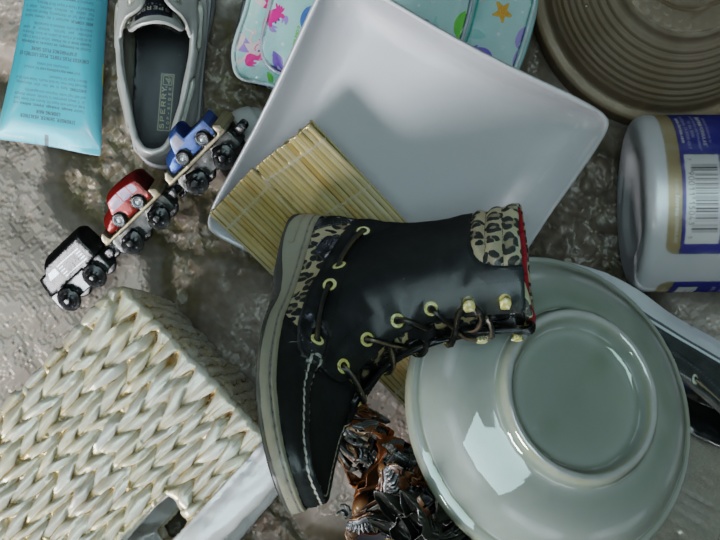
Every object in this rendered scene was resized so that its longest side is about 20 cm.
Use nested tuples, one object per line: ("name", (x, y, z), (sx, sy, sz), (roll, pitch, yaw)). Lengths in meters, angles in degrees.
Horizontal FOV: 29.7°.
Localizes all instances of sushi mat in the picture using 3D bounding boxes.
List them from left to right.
("sushi mat", (0.000, 0.000, 0.887), (0.095, 0.012, 0.200), (-36, 110, 24))

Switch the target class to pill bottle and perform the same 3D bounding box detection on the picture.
("pill bottle", (0.282, -0.046, 0.923), (0.196, 0.120, 0.122), (0, 88, 0))

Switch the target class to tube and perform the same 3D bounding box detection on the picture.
("tube", (-0.211, -0.189, 0.971), (0.076, 0.050, 0.203), (8, 93, 5))

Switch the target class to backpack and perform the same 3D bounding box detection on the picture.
("backpack", (0.022, -0.188, 0.920), (0.197, 0.151, 0.180), (15, 101, -8))

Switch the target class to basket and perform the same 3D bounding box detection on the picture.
("basket", (-0.150, 0.134, 0.882), (0.161, 0.200, 0.198), (45, 89, 4))

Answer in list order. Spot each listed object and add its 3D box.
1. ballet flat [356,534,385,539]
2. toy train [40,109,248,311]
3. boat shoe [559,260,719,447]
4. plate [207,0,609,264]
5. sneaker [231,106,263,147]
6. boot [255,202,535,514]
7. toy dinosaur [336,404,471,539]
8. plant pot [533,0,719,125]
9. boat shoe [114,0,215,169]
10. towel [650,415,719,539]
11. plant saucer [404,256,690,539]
("ballet flat", (0.089, 0.191, 0.942), (0.197, 0.073, 0.074), (13, 88, 1))
("toy train", (-0.153, -0.045, 0.935), (0.199, 0.034, 0.046), (-40, 102, 22))
("boat shoe", (0.183, 0.057, 0.922), (0.198, 0.069, 0.057), (25, 52, -4))
("plate", (0.027, -0.066, 0.873), (0.198, 0.032, 0.201), (25, 120, -10))
("sneaker", (-0.014, -0.041, 0.957), (0.084, 0.073, 0.201), (-36, 95, -12))
("boot", (0.023, 0.040, 0.781), (0.151, 0.074, 0.206), (-6, 47, 12))
("toy dinosaur", (0.047, 0.163, 0.866), (0.198, 0.135, 0.104), (22, 111, 24))
("plant pot", (0.220, -0.204, 0.943), (0.197, 0.093, 0.204), (0, 88, -1))
("boat shoe", (-0.143, -0.175, 0.957), (0.071, 0.066, 0.204), (4, 88, 1))
("towel", (0.171, 0.132, 0.936), (0.198, 0.035, 0.133), (32, 58, 3))
("plant saucer", (0.126, 0.082, 0.834), (0.197, 0.050, 0.203), (7, 69, -19))
